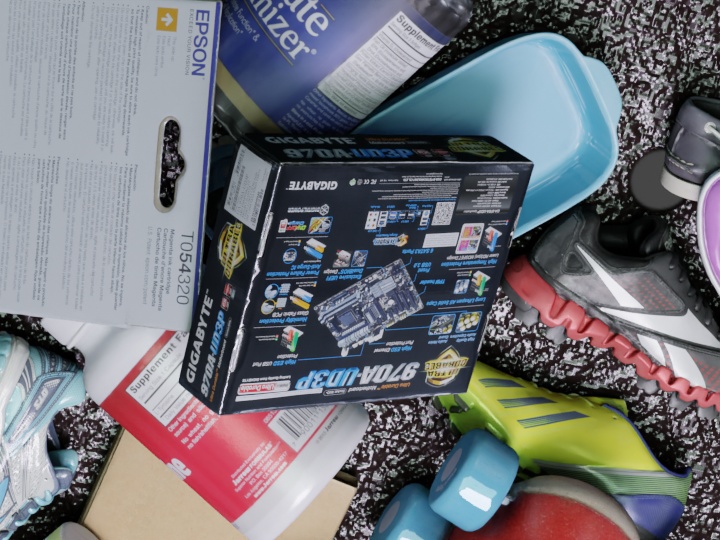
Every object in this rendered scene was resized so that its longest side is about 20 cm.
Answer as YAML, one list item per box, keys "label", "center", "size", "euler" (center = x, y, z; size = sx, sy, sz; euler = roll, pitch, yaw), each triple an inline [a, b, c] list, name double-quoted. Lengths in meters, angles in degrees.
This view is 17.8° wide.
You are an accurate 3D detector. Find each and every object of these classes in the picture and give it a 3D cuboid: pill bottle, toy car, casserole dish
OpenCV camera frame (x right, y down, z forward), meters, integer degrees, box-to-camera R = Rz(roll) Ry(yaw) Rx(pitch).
- label: "pill bottle"
  center: [-0.005, -0.159, 1.368]
  size: [0.200, 0.112, 0.112]
  euler: [-42, 108, 13]
- label: "toy car"
  center: [0.089, 0.243, 1.458]
  size: [0.184, 0.201, 0.177]
  euler: [34, 142, -9]
- label: "casserole dish"
  center: [0.067, -0.074, 1.430]
  size: [0.199, 0.039, 0.122]
  euler: [-29, 118, 1]
- label: "pill bottle"
  center: [-0.100, 0.068, 1.443]
  size: [0.200, 0.112, 0.112]
  euler: [42, 104, -3]

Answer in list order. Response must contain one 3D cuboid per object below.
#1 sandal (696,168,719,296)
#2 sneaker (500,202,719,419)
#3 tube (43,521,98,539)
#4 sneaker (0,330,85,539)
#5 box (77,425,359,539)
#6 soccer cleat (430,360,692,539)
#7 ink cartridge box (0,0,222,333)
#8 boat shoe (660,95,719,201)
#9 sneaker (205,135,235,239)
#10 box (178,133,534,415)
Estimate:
- label: "sandal"
  center: [0.265, 0.028, 1.424]
  size: [0.082, 0.050, 0.204]
  euler: [-17, 111, 11]
- label: "sneaker"
  center: [0.193, 0.023, 1.470]
  size: [0.200, 0.071, 0.098]
  euler: [29, 107, -13]
- label: "tube"
  center: [-0.250, 0.245, 1.528]
  size: [0.200, 0.052, 0.058]
  euler: [-39, 127, 16]
- label: "sneaker"
  center: [-0.231, 0.141, 1.494]
  size: [0.086, 0.078, 0.201]
  euler: [15, 110, -12]
- label: "box"
  center: [-0.114, 0.197, 1.549]
  size: [0.162, 0.021, 0.201]
  euler: [22, 108, -11]
- label: "soccer cleat"
  center: [0.132, 0.107, 1.516]
  size: [0.200, 0.065, 0.084]
  euler: [36, 76, -11]
- label: "ink cartridge box"
  center: [-0.174, -0.070, 1.372]
  size: [0.198, 0.043, 0.198]
  euler: [7, 95, 17]
- label: "boat shoe"
  center: [0.290, -0.073, 1.439]
  size: [0.198, 0.073, 0.063]
  euler: [5, 114, 0]
- label: "sneaker"
  center: [-0.037, 0.008, 1.443]
  size: [0.200, 0.090, 0.078]
  euler: [41, 104, -17]
- label: "box"
  center: [0.000, 0.000, 1.359]
  size: [0.199, 0.046, 0.160]
  euler: [-3, 117, -39]
